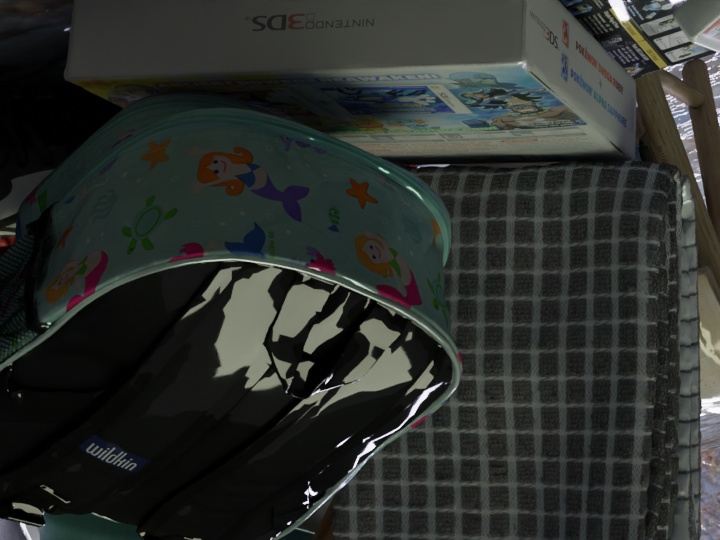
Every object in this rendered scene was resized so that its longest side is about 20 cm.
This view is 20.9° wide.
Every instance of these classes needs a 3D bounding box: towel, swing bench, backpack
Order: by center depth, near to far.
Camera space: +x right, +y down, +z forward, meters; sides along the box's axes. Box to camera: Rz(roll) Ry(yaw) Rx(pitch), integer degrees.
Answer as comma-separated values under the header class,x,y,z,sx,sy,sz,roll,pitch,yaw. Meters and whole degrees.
class,x,y,z,sx,sy,sz,roll,pitch,yaw
backpack,-0.057,0.016,0.803,0.177,0.151,0.200,22,143,-28
towel,0.070,0.050,0.903,0.165,0.201,0.086,-1,173,20
swing bench,0.104,0.000,1.054,0.198,0.201,0.130,-20,164,26

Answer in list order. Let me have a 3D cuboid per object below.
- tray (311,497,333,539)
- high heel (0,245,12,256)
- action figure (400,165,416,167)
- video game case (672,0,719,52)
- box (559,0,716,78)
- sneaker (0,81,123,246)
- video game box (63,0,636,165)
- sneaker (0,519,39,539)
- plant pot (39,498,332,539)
class,x,y,z,sx,sy,sz,roll,pitch,yaw
tray,0.058,0.083,0.971,0.098,0.200,0.037,28,-176,26
high heel,-0.197,0.034,0.941,0.200,0.096,0.067,-47,163,-2
action figure,0.000,0.000,0.999,0.065,0.201,0.052,11,179,-36
video game case,0.232,-0.155,0.798,0.200,0.018,0.143,-42,158,23
box,0.137,-0.140,0.851,0.161,0.049,0.200,-16,166,18
sneaker,-0.169,-0.051,0.863,0.200,0.071,0.098,-15,159,-19
video game box,0.003,-0.083,0.849,0.199,0.047,0.182,0,174,21
sneaker,-0.207,0.135,0.935,0.075,0.107,0.200,-4,144,12
plant pot,-0.095,0.090,1.093,0.200,0.135,0.200,3,161,1
